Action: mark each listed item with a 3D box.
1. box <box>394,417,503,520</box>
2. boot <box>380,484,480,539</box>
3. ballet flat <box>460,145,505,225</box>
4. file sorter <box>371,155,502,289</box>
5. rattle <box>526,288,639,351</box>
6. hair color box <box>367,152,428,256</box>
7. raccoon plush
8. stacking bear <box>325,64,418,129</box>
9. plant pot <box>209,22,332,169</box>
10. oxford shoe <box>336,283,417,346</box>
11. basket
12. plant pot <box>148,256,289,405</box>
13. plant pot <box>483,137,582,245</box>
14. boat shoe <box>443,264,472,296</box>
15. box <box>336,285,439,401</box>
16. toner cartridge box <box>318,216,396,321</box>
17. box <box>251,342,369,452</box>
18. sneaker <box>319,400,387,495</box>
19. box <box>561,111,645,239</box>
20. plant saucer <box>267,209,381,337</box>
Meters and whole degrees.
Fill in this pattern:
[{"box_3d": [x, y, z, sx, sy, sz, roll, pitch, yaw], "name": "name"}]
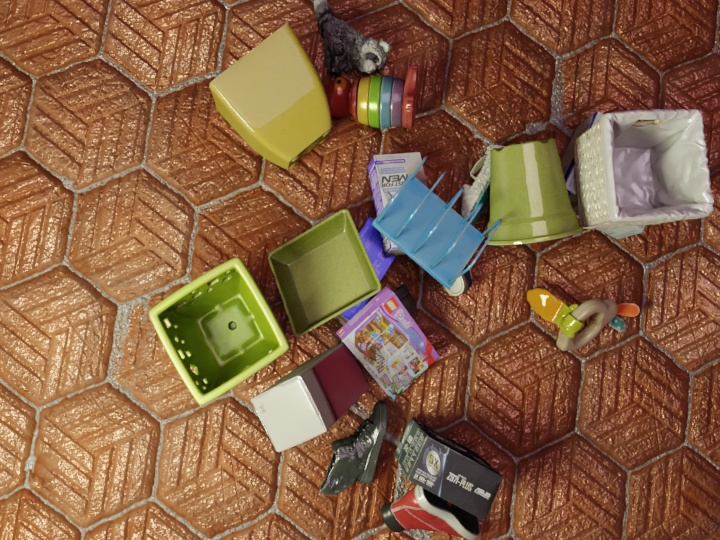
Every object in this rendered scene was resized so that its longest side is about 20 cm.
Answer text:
[{"box_3d": [0.163, 0.376, 1.161, 0.161, 0.200, 0.088, 28, 84, -1], "name": "box"}, {"box_3d": [0.140, 0.509, 1.222, 0.199, 0.073, 0.144, 37, 120, -25], "name": "boot"}, {"box_3d": [0.258, -0.184, 1.292, 0.071, 0.072, 0.202, 32, 81, -1], "name": "ballet flat"}, {"box_3d": [0.149, -0.096, 1.144, 0.199, 0.123, 0.140, 39, 68, 0], "name": "file sorter"}, {"box_3d": [0.480, 0.083, 1.299, 0.196, 0.142, 0.133, -23, 120, -21], "name": "rattle"}, {"box_3d": [0.087, -0.138, 1.241, 0.106, 0.065, 0.205, -7, 76, -16], "name": "hair color box"}, {"box_3d": [-0.013, -0.509, 1.279, 0.131, 0.097, 0.205, -12, 86, -13], "name": "raccoon plush"}, {"box_3d": [0.018, -0.359, 1.258, 0.194, 0.114, 0.124, 6, 67, 7], "name": "stacking bear"}, {"box_3d": [-0.160, -0.324, 1.203, 0.193, 0.195, 0.201, -39, 96, -7], "name": "plant pot"}, {"box_3d": [0.036, 0.120, 1.238, 0.198, 0.073, 0.085, -36, 93, -6], "name": "oxford shoe"}, {"box_3d": [0.534, -0.185, 1.154, 0.192, 0.161, 0.206, -3, 85, -5], "name": "basket"}, {"box_3d": [-0.259, 0.114, 1.158, 0.197, 0.182, 0.202, -31, 88, -6], "name": "plant pot"}, {"box_3d": [0.336, -0.161, 1.204, 0.195, 0.200, 0.190, -9, 98, -5], "name": "plant pot"}, {"box_3d": [0.184, -0.046, 1.281, 0.062, 0.072, 0.204, -12, 78, -48], "name": "boat shoe"}, {"box_3d": [0.059, 0.150, 1.203, 0.136, 0.039, 0.201, -41, 121, -6], "name": "box"}, {"box_3d": [0.000, 0.000, 1.258, 0.094, 0.043, 0.202, 34, 83, 0], "name": "toner cartridge box"}, {"box_3d": [-0.089, 0.234, 1.137, 0.126, 0.199, 0.111, -29, 89, 27], "name": "box"}, {"box_3d": [-0.013, 0.359, 1.218, 0.102, 0.060, 0.205, 14, 88, -8], "name": "sneaker"}, {"box_3d": [0.533, -0.200, 1.288, 0.197, 0.105, 0.187, 28, 83, -3], "name": "box"}, {"box_3d": [-0.070, 0.009, 1.208, 0.197, 0.048, 0.203, -29, 63, 8], "name": "plant saucer"}]
